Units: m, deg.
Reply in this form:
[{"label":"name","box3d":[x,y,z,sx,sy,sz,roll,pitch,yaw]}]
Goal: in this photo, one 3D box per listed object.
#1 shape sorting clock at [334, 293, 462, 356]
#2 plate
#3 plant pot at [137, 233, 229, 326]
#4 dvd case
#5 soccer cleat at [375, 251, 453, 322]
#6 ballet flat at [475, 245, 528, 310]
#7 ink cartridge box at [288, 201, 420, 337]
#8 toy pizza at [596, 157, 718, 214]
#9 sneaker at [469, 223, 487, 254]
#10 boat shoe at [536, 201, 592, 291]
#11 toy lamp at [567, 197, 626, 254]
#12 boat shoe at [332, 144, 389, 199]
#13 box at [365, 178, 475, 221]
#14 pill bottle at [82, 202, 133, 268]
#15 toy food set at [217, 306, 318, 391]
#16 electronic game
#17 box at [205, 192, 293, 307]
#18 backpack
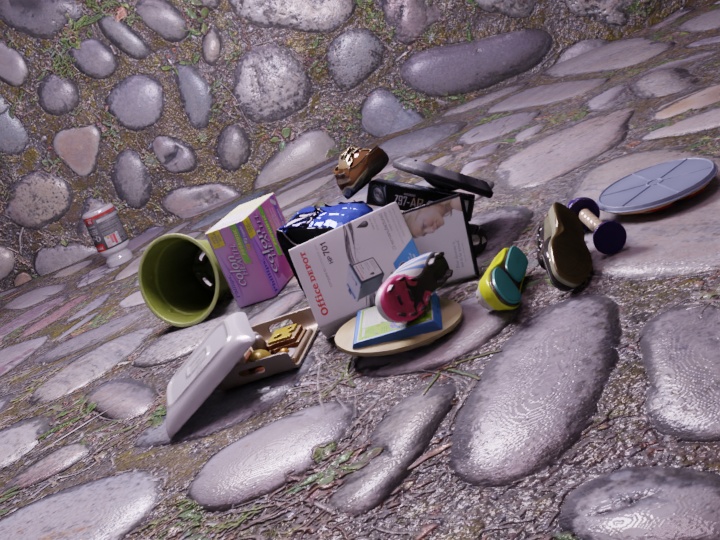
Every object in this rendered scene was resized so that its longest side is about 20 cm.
[{"label":"shape sorting clock","box3d":[0.058,0.084,1.382,0.197,0.040,0.200,-18,16,5]},{"label":"plate","box3d":[-0.250,0.154,1.463,0.200,0.032,0.200,-49,16,-1]},{"label":"plant pot","box3d":[-0.361,0.006,2.052,0.197,0.203,0.190,-17,4,21]},{"label":"dvd case","box3d":[0.096,-0.035,1.567,0.198,0.145,0.017,-17,-15,23]},{"label":"soccer cleat","box3d":[0.066,0.033,1.371,0.086,0.071,0.199,-23,6,37]},{"label":"ballet flat","box3d":[0.204,0.023,1.358,0.067,0.067,0.200,-39,4,26]},{"label":"ink cartridge box","box3d":[0.000,0.000,1.517,0.198,0.148,0.086,-24,-15,-1]},{"label":"toy pizza","box3d":[0.487,-0.131,1.505,0.198,0.032,0.201,-22,16,6]},{"label":"sneaker","box3d":[0.124,-0.060,1.667,0.197,0.077,0.115,6,4,-3]},{"label":"boat shoe","box3d":[0.296,-0.025,1.365,0.066,0.071,0.202,-58,11,35]},{"label":"toy lamp","box3d":[0.366,-0.075,1.449,0.057,0.059,0.200,-21,17,7]},{"label":"boat shoe","box3d":[-0.010,-0.191,1.697,0.075,0.074,0.200,-39,2,-20]},{"label":"box","box3d":[0.117,-0.135,1.739,0.197,0.044,0.160,10,9,7]},{"label":"pill bottle","box3d":[-0.866,-0.120,3.161,0.114,0.202,0.116,-20,14,5]},{"label":"toy food set","box3d":[-0.158,0.123,1.533,0.142,0.061,0.200,-19,16,17]},{"label":"electronic game","box3d":[0.154,-0.172,1.723,0.197,0.042,0.200,18,7,-2]},{"label":"box","box3d":[-0.226,-0.048,1.997,0.095,0.178,0.200,-17,15,22]},{"label":"backpack","box3d":[-0.035,-0.056,1.744,0.198,0.164,0.168,-1,37,48]}]
